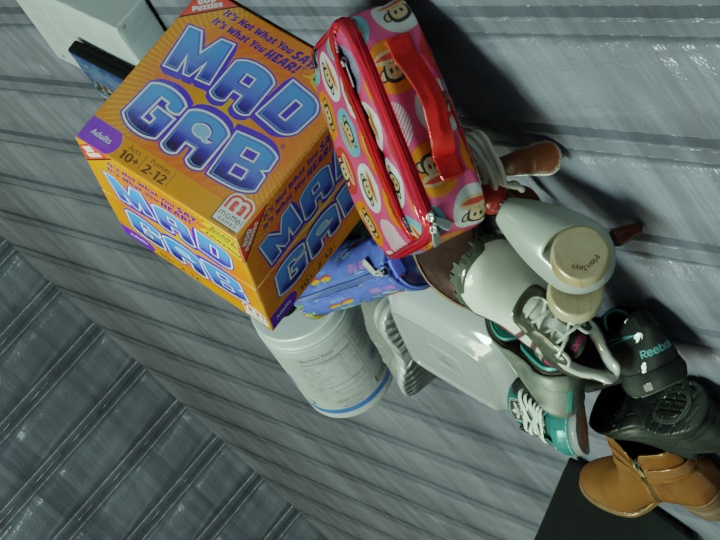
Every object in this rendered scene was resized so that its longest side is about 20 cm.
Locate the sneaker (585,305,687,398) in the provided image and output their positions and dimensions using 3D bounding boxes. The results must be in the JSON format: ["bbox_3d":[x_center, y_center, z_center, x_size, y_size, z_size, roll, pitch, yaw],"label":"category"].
[{"bbox_3d":[0.247,0.071,1.570,0.080,0.075,0.200,66,163,-5],"label":"sneaker"}]

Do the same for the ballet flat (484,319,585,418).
[{"bbox_3d":[0.169,0.086,1.630,0.200,0.067,0.064,-120,20,-65],"label":"ballet flat"}]

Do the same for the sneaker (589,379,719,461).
[{"bbox_3d":[0.302,0.153,1.645,0.090,0.076,0.200,33,171,-22],"label":"sneaker"}]

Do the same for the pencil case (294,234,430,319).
[{"bbox_3d":[0.000,0.000,1.762,0.199,0.087,0.079,-17,99,49],"label":"pencil case"}]

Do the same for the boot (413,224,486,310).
[{"bbox_3d":[0.092,-0.036,1.569,0.200,0.072,0.166,43,166,-4],"label":"boot"}]

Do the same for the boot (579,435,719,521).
[{"bbox_3d":[0.292,0.210,1.773,0.199,0.077,0.155,12,157,46],"label":"boot"}]

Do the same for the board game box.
[{"bbox_3d":[-0.118,-0.106,1.601,0.199,0.200,0.200,32,162,21],"label":"board game box"}]

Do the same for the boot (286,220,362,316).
[{"bbox_3d":[-0.057,0.001,1.918,0.137,0.078,0.200,6,151,11],"label":"boot"}]

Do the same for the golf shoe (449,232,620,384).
[{"bbox_3d":[0.161,0.034,1.455,0.200,0.077,0.088,35,-179,-40],"label":"golf shoe"}]

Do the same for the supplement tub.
[{"bbox_3d":[-0.046,0.087,2.101,0.131,0.132,0.200,25,159,37],"label":"supplement tub"}]

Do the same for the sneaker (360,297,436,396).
[{"bbox_3d":[0.049,0.076,2.005,0.082,0.075,0.201,44,163,37],"label":"sneaker"}]

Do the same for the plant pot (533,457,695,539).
[{"bbox_3d":[0.314,0.383,2.041,0.176,0.201,0.200,18,156,25],"label":"plant pot"}]

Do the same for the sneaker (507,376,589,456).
[{"bbox_3d":[0.191,0.146,1.684,0.200,0.079,0.072,-60,-37,-80],"label":"sneaker"}]

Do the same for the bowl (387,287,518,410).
[{"bbox_3d":[0.113,0.072,1.822,0.199,0.075,0.200,31,162,29],"label":"bowl"}]

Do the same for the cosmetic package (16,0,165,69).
[{"bbox_3d":[-0.288,-0.265,1.806,0.199,0.052,0.151,27,160,32],"label":"cosmetic package"}]

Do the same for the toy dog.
[{"bbox_3d":[0.160,-0.056,1.391,0.201,0.096,0.132,54,166,-2],"label":"toy dog"}]

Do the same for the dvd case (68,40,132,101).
[{"bbox_3d":[-0.232,-0.171,1.836,0.142,0.018,0.200,28,164,28],"label":"dvd case"}]

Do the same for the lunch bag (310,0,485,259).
[{"bbox_3d":[0.034,-0.116,1.347,0.201,0.081,0.176,68,165,1],"label":"lunch bag"}]
